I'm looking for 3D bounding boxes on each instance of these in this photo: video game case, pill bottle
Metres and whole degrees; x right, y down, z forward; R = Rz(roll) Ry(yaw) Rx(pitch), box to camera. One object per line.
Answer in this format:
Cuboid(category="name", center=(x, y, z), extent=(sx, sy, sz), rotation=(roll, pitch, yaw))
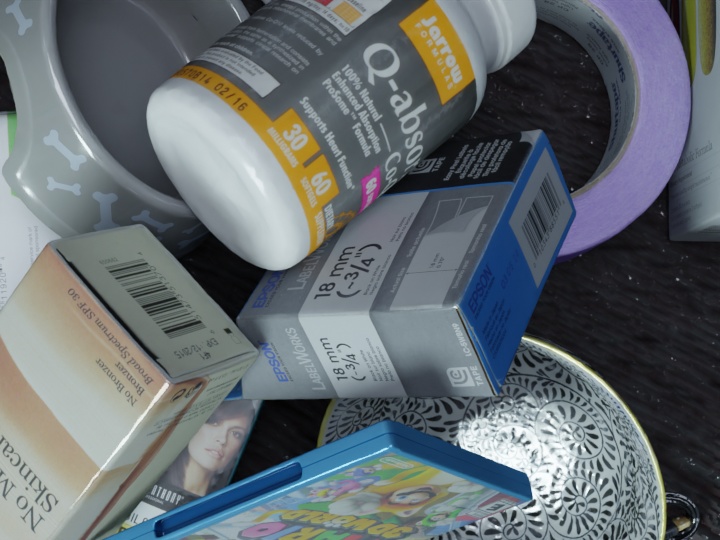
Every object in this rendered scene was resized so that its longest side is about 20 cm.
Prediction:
Cuboid(category="video game case", center=(-0.027, 0.135, 0.774), extent=(0.199, 0.143, 0.018), rotation=(-26, 60, 26))
Cuboid(category="pill bottle", center=(-0.006, -0.101, 0.776), extent=(0.200, 0.116, 0.116), rotation=(-41, 88, -21))

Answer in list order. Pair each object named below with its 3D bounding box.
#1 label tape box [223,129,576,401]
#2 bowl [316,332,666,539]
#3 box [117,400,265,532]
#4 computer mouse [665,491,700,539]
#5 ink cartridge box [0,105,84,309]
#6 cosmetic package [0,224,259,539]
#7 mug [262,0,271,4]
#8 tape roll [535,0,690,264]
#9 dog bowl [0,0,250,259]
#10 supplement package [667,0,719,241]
Cuboid(category="label tape box", center=(0.000, 0.000, 0.796), extent=(0.063, 0.199, 0.144), rotation=(62, 39, -32))
Cuboid(category="bowl", center=(0.084, 0.110, 0.844), extent=(0.200, 0.094, 0.202), rotation=(7, 111, 19))
Cuboid(category="box", center=(-0.130, 0.152, 0.862), extent=(0.082, 0.049, 0.201), rotation=(22, 83, -2))
Cuboid(category="computer mouse", center=(0.121, 0.191, 0.885), extent=(0.199, 0.034, 0.059), rotation=(-30, 86, -7))
Cuboid(category="ink cartridge box", center=(-0.252, -0.011, 0.853), extent=(0.199, 0.084, 0.147), rotation=(-4, 84, -5))
Cuboid(category="cosmetic package", center=(-0.158, 0.084, 0.763), extent=(0.103, 0.087, 0.200), rotation=(44, 114, 14))
Cuboid(category="mug", center=(-0.012, -0.271, 0.872), extent=(0.175, 0.148, 0.200), rotation=(-33, 81, -12))
Cuboid(category="tape roll", center=(0.098, -0.103, 0.899), extent=(0.199, 0.066, 0.201), rotation=(0, 85, -4))
Cuboid(category="dog bowl", center=(-0.126, -0.106, 0.830), extent=(0.059, 0.200, 0.201), rotation=(-20, 84, 37))
Cuboid(category="supplement package", center=(0.254, -0.123, 0.889), extent=(0.109, 0.114, 0.201), rotation=(1, 82, -5))
